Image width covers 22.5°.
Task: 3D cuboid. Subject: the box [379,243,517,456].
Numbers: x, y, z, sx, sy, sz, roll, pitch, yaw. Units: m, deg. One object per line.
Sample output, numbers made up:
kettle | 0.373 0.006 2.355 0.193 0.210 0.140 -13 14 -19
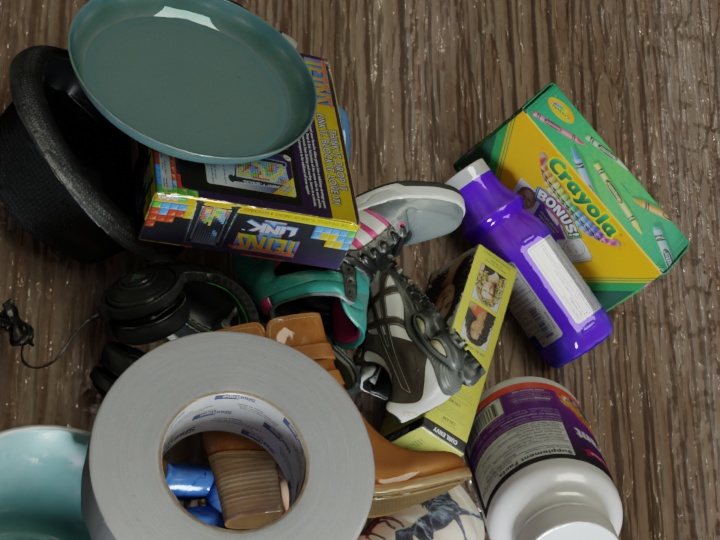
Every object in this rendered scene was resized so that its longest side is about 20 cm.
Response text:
box | 0.075 0.077 1.575 0.050 0.075 0.200 33 52 -19

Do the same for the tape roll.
tape roll | -0.093 0.145 1.266 0.200 0.066 0.201 6 60 -11

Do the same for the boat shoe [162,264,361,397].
boat shoe | -0.088 0.050 1.491 0.200 0.060 0.076 30 54 -16

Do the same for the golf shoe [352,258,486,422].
golf shoe | 0.023 0.052 1.528 0.078 0.094 0.200 46 4 -33

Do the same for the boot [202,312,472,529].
boot | -0.022 0.109 1.383 0.199 0.077 0.156 -7 69 -4

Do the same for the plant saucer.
plant saucer | -0.132 -0.148 1.405 0.200 0.027 0.200 15 42 -14

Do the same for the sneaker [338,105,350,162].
sneaker | -0.051 -0.056 1.574 0.082 0.071 0.200 4 65 -9

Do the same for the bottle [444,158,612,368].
bottle | 0.149 -0.008 1.658 0.065 0.084 0.200 -33 86 -18

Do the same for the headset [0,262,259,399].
headset | -0.178 0.051 1.413 0.199 0.094 0.124 2 106 -29

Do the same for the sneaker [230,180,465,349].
sneaker | 0.000 0.000 1.466 0.199 0.084 0.121 -12 60 -8

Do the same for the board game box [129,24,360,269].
board game box | -0.097 -0.099 1.435 0.165 0.057 0.200 10 44 -20

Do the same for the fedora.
fedora | -0.226 -0.076 1.433 0.201 0.091 0.201 44 26 -29

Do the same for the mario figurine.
mario figurine | -0.074 0.167 1.409 0.199 0.106 0.124 -2 102 -25

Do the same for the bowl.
bowl | -0.225 0.220 1.279 0.200 0.105 0.201 16 52 -21

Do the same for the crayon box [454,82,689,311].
crayon box | 0.197 -0.062 1.693 0.200 0.119 0.058 49 51 -2

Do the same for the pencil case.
pencil case | 0.020 0.241 1.451 0.078 0.090 0.200 41 48 16

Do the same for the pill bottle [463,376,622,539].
pill bottle | 0.152 0.182 1.490 0.111 0.112 0.200 26 21 -19

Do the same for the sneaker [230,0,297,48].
sneaker | -0.152 -0.153 1.553 0.146 0.081 0.200 26 62 -4
